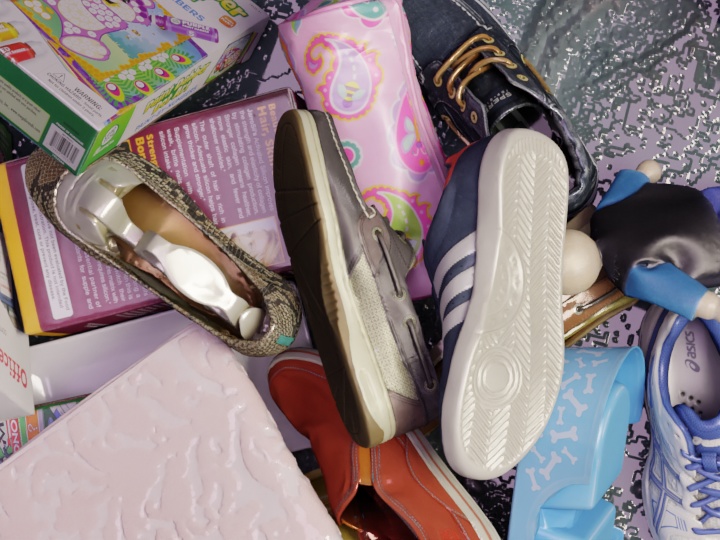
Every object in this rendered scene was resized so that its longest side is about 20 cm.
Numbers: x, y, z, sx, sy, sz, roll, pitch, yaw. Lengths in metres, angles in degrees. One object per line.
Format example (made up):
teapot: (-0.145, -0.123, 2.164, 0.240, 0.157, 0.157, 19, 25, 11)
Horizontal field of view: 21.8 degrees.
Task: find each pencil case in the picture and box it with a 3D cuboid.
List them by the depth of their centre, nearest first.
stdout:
pencil case: (0.016, -0.075, 1.146, 0.087, 0.087, 0.201, -18, 101, 6)

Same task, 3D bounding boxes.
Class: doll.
doll: (0.202, -0.016, 1.119, 0.199, 0.049, 0.137, -6, 46, -10)

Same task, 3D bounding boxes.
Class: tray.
tray: (-0.123, 0.080, 1.207, 0.199, 0.022, 0.108, -14, 93, 6)

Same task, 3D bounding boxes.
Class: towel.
towel: (-0.117, 0.162, 1.134, 0.191, 0.032, 0.201, -35, 76, 10)

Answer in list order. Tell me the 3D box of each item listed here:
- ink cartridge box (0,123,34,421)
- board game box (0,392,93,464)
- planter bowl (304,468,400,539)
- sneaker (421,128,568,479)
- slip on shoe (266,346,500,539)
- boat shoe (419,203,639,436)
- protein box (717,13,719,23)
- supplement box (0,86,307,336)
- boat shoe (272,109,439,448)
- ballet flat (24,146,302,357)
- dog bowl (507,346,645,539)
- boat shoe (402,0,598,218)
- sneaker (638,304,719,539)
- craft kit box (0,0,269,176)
ink cartridge box: (-0.267, -0.014, 1.145, 0.087, 0.145, 0.201, -10, 69, 7)
board game box: (-0.180, 0.182, 1.193, 0.134, 0.029, 0.201, -12, 93, 8)
planter bowl: (0.000, 0.221, 1.159, 0.199, 0.083, 0.202, 0, 87, 6)
sneaker: (0.069, 0.020, 1.081, 0.075, 0.084, 0.201, 16, 79, -33)
slip on shoe: (0.004, 0.122, 1.123, 0.061, 0.074, 0.200, -25, 60, -32)
boat shoe: (0.095, 0.050, 1.159, 0.200, 0.072, 0.068, -44, 82, 4)
protein box: (0.329, -0.165, 1.074, 0.198, 0.200, 0.135, 33, 92, 7)
supplement box: (-0.119, -0.034, 1.182, 0.199, 0.086, 0.111, -14, 86, 6)
boat shoe: (0.000, 0.000, 1.098, 0.066, 0.072, 0.202, -13, 87, -21)
ballet flat: (-0.120, -0.019, 1.100, 0.200, 0.075, 0.068, 36, 94, 7)
dog bowl: (0.126, 0.138, 1.122, 0.049, 0.111, 0.201, 12, 109, 20)
boat shoe: (0.077, -0.118, 1.159, 0.071, 0.091, 0.200, -42, 83, 4)
sneaker: (0.205, 0.111, 1.136, 0.075, 0.088, 0.201, -12, 88, 5)
craft kit box: (-0.186, -0.168, 1.149, 0.200, 0.198, 0.049, 38, 126, 6)
